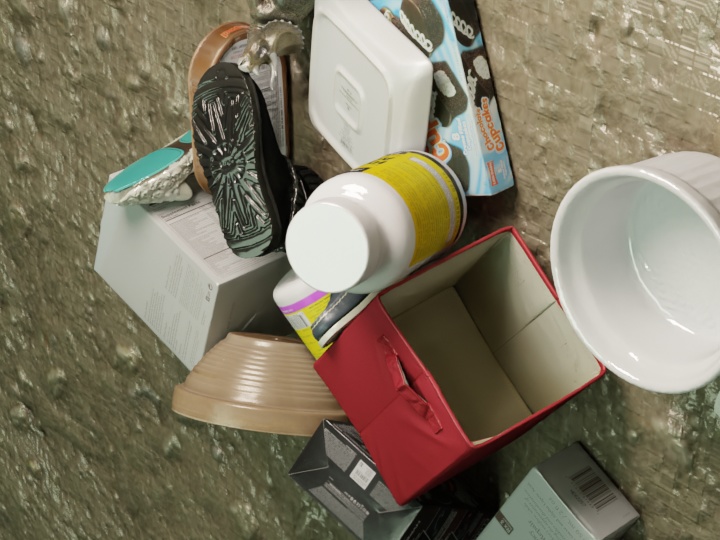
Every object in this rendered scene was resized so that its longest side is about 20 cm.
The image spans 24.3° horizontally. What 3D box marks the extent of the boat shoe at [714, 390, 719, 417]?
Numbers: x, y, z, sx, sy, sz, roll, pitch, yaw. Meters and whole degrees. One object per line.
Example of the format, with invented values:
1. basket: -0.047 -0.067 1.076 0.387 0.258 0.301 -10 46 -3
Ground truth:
1. boat shoe: 0.366 0.073 1.378 0.069 0.072 0.200 49 130 21

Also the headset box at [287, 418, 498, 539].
1. headset box: 0.042 0.233 1.748 0.149 0.200 0.075 39 101 29

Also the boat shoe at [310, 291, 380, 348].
1. boat shoe: 0.000 0.000 1.650 0.062 0.200 0.075 45 141 -4

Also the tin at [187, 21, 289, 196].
1. tin: -0.129 -0.165 1.788 0.042 0.112 0.200 29 130 46

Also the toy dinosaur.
1. toy dinosaur: -0.075 -0.292 1.701 0.102 0.077 0.200 31 96 12

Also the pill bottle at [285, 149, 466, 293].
1. pill bottle: 0.013 -0.041 1.526 0.111 0.200 0.112 6 106 23

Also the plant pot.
1. plant pot: -0.098 0.118 1.800 0.201 0.201 0.093 10 91 47

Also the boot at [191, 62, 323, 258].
1. boot: -0.096 -0.113 1.753 0.079 0.158 0.212 -9 92 30

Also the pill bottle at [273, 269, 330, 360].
1. pill bottle: 0.003 0.074 1.750 0.104 0.104 0.200 -19 110 52

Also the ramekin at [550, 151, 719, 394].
1. ramekin: 0.268 -0.005 1.421 0.200 0.098 0.201 26 127 41

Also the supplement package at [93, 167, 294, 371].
1. supplement package: -0.177 -0.017 1.890 0.200 0.151 0.152 43 138 26

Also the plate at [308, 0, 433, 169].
1. plate: -0.001 -0.172 1.657 0.200 0.032 0.200 49 148 37

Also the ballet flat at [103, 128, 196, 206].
1. ballet flat: -0.185 -0.116 1.823 0.072 0.200 0.072 42 157 23

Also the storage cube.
1. storage cube: 0.093 0.094 1.603 0.171 0.200 0.180 57 148 10

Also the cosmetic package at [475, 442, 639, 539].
1. cosmetic package: 0.185 0.272 1.679 0.102 0.074 0.200 50 138 21

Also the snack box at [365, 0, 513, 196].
1. snack box: 0.076 -0.171 1.608 0.116 0.037 0.200 1 110 51
